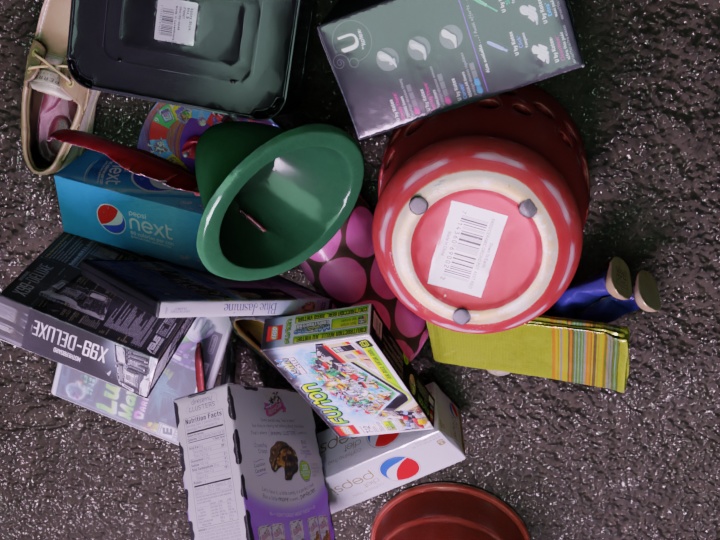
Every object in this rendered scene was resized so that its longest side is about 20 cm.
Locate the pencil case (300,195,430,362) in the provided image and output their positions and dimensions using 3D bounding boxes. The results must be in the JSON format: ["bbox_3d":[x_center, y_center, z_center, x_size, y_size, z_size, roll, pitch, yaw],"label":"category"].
[{"bbox_3d":[0.000,0.000,0.927,0.090,0.094,0.201,-6,122,41],"label":"pencil case"}]

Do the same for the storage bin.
[{"bbox_3d":[-0.146,-0.218,0.822,0.197,0.094,0.137,11,104,4],"label":"storage bin"}]

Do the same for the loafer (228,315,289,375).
[{"bbox_3d":[-0.064,0.096,0.993,0.199,0.072,0.073,38,116,-10],"label":"loafer"}]

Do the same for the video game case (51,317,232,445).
[{"bbox_3d":[-0.250,0.095,1.054,0.180,0.023,0.202,22,118,-1],"label":"video game case"}]

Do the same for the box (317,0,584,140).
[{"bbox_3d":[0.079,-0.206,0.787,0.198,0.123,0.107,-16,113,17],"label":"box"}]

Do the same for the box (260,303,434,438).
[{"bbox_3d":[-0.006,0.104,0.904,0.109,0.035,0.200,-10,144,19],"label":"box"}]

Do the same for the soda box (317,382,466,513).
[{"bbox_3d":[0.016,0.202,1.027,0.199,0.069,0.064,-28,129,22],"label":"soda box"}]

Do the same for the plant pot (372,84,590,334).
[{"bbox_3d":[0.110,-0.055,0.827,0.197,0.183,0.203,3,118,6],"label":"plant pot"}]

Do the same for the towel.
[{"bbox_3d":[0.162,0.077,0.905,0.197,0.018,0.087,7,135,21],"label":"towel"}]

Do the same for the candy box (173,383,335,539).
[{"bbox_3d":[-0.103,0.224,0.942,0.071,0.167,0.203,-18,73,23],"label":"candy box"}]

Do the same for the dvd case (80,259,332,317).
[{"bbox_3d":[-0.143,0.016,0.875,0.142,0.198,0.018,20,104,44],"label":"dvd case"}]

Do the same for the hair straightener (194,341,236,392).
[{"bbox_3d":[-0.147,0.167,1.050,0.076,0.041,0.202,-4,120,-12],"label":"hair straightener"}]

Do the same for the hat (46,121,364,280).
[{"bbox_3d":[-0.119,-0.108,0.814,0.176,0.199,0.166,47,109,28],"label":"hat"}]

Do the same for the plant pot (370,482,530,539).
[{"bbox_3d":[0.094,0.383,1.040,0.198,0.196,0.203,4,118,8],"label":"plant pot"}]

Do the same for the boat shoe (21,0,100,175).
[{"bbox_3d":[-0.289,-0.184,0.896,0.073,0.067,0.202,14,118,2],"label":"boat shoe"}]

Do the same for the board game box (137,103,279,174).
[{"bbox_3d":[-0.139,-0.089,0.931,0.200,0.039,0.158,44,115,-12],"label":"board game box"}]

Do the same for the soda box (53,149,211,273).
[{"bbox_3d":[-0.198,-0.058,0.911,0.198,0.064,0.069,15,127,15],"label":"soda box"}]

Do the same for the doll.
[{"bbox_3d":[0.191,0.051,0.917,0.135,0.049,0.200,21,142,-29],"label":"doll"}]

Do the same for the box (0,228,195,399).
[{"bbox_3d":[-0.243,0.024,0.916,0.156,0.201,0.050,21,119,-2],"label":"box"}]
